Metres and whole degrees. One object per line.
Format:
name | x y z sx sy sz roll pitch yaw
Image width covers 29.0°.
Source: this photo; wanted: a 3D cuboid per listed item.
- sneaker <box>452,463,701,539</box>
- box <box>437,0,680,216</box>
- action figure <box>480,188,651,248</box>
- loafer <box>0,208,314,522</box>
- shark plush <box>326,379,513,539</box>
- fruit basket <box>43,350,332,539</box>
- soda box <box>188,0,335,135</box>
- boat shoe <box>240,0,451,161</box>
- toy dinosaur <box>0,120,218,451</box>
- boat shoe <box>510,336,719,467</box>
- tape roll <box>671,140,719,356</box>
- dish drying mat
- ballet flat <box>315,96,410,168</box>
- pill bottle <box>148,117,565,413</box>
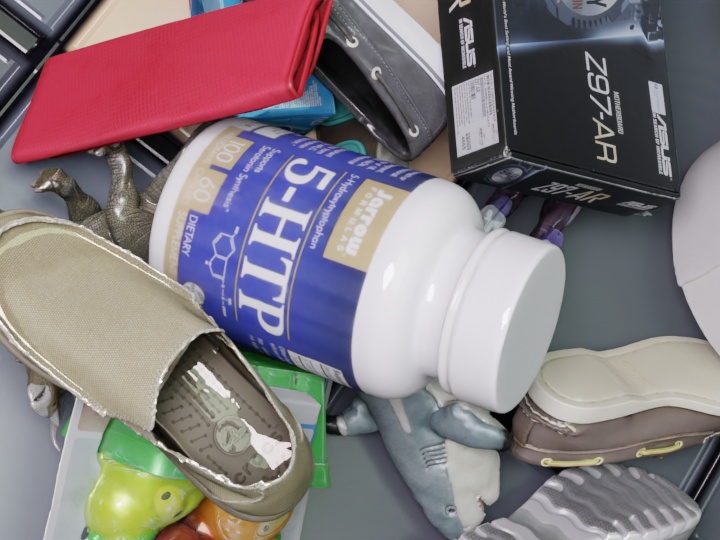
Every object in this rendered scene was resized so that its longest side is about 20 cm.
sneaker | 0.122 0.181 0.859 0.199 0.075 0.082 -16 125 -26
box | 0.114 -0.141 0.812 0.160 0.043 0.201 9 72 -42
action figure | 0.125 -0.059 0.880 0.130 0.069 0.200 37 70 -6
loafer | -0.097 0.039 0.647 0.200 0.068 0.076 38 70 -5
shark plush | 0.009 0.075 0.826 0.200 0.091 0.083 37 103 -16
fruit basket | -0.089 0.139 0.740 0.185 0.094 0.201 15 83 -48
soda box | -0.067 -0.180 0.829 0.064 0.068 0.201 -5 85 -21
boat shoe | -0.029 -0.134 0.768 0.200 0.070 0.066 40 69 -20
toy dinosaur | -0.146 -0.009 0.786 0.200 0.077 0.102 -53 128 -27
boat shoe | 0.181 0.087 0.882 0.199 0.072 0.060 -2 127 -33
tape roll | 0.318 -0.023 0.881 0.202 0.139 0.204 9 67 -22
dish drying mat | -0.105 -0.102 0.747 0.018 0.199 0.077 42 50 -43
ballet flat | 0.006 -0.081 0.853 0.064 0.067 0.201 9 78 -46
pill bottle | 0.000 0.000 0.740 0.199 0.120 0.120 19 74 23
